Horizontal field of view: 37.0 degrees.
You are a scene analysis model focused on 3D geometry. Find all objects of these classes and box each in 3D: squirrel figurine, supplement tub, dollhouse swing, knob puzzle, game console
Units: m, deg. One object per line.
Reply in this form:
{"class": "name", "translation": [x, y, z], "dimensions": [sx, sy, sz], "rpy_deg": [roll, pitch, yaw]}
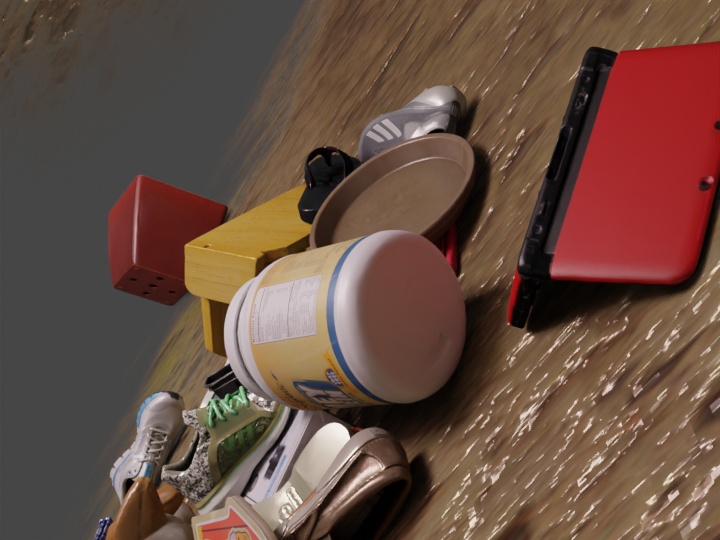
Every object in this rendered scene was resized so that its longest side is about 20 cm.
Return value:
{"class": "squirrel figurine", "translation": [-0.245, 0.341, 1.234], "dimensions": [0.202, 0.140, 0.186], "rpy_deg": [-62, 11, -12]}
{"class": "supplement tub", "translation": [-0.018, 0.050, 0.967], "dimensions": [0.199, 0.144, 0.146], "rpy_deg": [-13, 49, 48]}
{"class": "dollhouse swing", "translation": [-0.088, 0.016, 1.302], "dimensions": [0.180, 0.178, 0.199], "rpy_deg": [11, 30, 42]}
{"class": "knob puzzle", "translation": [-0.097, 0.290, 0.897], "dimensions": [0.219, 0.030, 0.224], "rpy_deg": [13, 105, 58]}
{"class": "game console", "translation": [0.196, -0.058, 0.809], "dimensions": [0.173, 0.117, 0.202], "rpy_deg": [84, -154, -65]}

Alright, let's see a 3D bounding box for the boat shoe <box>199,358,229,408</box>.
{"class": "boat shoe", "translation": [-0.141, 0.130, 1.415], "dimensions": [0.061, 0.073, 0.202], "rpy_deg": [11, 58, 26]}

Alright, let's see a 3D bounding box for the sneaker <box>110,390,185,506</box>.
{"class": "sneaker", "translation": [-0.320, 0.280, 1.649], "dimensions": [0.202, 0.074, 0.087], "rpy_deg": [-64, 23, 17]}

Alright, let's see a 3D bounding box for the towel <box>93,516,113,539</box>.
{"class": "towel", "translation": [-0.289, 0.412, 1.267], "dimensions": [0.024, 0.146, 0.201], "rpy_deg": [-15, 36, 16]}

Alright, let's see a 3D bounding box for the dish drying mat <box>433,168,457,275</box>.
{"class": "dish drying mat", "translation": [0.072, -0.040, 1.119], "dimensions": [0.077, 0.018, 0.201], "rpy_deg": [-50, 21, 33]}

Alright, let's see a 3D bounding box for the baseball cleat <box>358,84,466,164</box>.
{"class": "baseball cleat", "translation": [0.047, -0.145, 1.264], "dimensions": [0.200, 0.069, 0.108], "rpy_deg": [-36, 30, 55]}

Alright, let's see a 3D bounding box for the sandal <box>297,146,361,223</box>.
{"class": "sandal", "translation": [-0.037, -0.115, 1.289], "dimensions": [0.201, 0.074, 0.049], "rpy_deg": [-88, -13, -67]}

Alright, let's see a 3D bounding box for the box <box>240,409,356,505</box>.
{"class": "box", "translation": [-0.077, 0.193, 1.108], "dimensions": [0.118, 0.060, 0.200], "rpy_deg": [-64, 18, -10]}

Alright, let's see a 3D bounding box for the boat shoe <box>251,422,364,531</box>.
{"class": "boat shoe", "translation": [-0.053, 0.222, 0.970], "dimensions": [0.201, 0.062, 0.071], "rpy_deg": [-52, 49, 11]}

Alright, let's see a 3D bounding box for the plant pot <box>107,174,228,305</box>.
{"class": "plant pot", "translation": [-0.405, -0.045, 2.181], "dimensions": [0.200, 0.197, 0.179], "rpy_deg": [-35, 42, 53]}

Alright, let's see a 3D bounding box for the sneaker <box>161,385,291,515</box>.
{"class": "sneaker", "translation": [-0.132, 0.153, 1.077], "dimensions": [0.202, 0.088, 0.077], "rpy_deg": [-59, 18, 3]}

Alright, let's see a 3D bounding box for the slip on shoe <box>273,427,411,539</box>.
{"class": "slip on shoe", "translation": [-0.022, 0.228, 0.903], "dimensions": [0.201, 0.076, 0.061], "rpy_deg": [-54, 36, 8]}

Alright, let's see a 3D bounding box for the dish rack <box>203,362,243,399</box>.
{"class": "dish rack", "translation": [-0.083, 0.071, 1.209], "dimensions": [0.152, 0.055, 0.200], "rpy_deg": [-31, 15, 19]}

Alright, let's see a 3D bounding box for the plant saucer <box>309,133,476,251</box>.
{"class": "plant saucer", "translation": [0.036, -0.068, 1.125], "dimensions": [0.198, 0.030, 0.201], "rpy_deg": [-25, 33, 18]}
